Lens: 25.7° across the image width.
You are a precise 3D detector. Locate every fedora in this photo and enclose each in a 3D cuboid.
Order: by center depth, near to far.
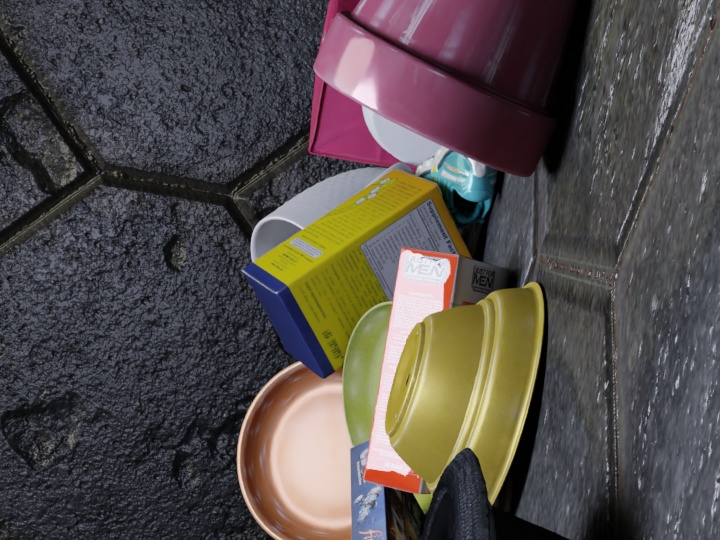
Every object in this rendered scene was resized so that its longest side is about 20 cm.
[{"bbox_3d":[0.079,0.191,0.844,0.201,0.091,0.202,-170,90,-88],"label":"fedora"}]

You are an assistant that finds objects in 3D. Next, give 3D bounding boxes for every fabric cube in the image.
[{"bbox_3d":[0.042,-0.267,2.101,0.200,0.198,0.197,-86,7,-59],"label":"fabric cube"}]

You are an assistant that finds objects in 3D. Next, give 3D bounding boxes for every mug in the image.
[{"bbox_3d":[-0.003,-0.048,1.745,0.175,0.148,0.200,-36,-11,-35],"label":"mug"}]

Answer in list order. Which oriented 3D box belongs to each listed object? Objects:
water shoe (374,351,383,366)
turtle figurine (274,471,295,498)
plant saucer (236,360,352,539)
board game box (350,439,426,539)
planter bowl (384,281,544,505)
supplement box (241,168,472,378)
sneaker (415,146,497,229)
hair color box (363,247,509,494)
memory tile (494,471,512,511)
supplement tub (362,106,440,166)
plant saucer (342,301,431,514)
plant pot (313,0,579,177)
[{"bbox_3d":[0.046,0.062,1.631,0.200,0.071,0.080,-134,59,-84],"label":"water shoe"},{"bbox_3d":[0.015,0.207,1.682,0.144,0.198,0.195,42,-126,-65],"label":"turtle figurine"},{"bbox_3d":[-0.030,0.188,1.604,0.037,0.199,0.202,28,-111,-65],"label":"plant saucer"},{"bbox_3d":[0.035,0.252,1.365,0.200,0.034,0.136,-92,-23,-65],"label":"board game box"},{"bbox_3d":[0.070,0.094,1.218,0.200,0.083,0.202,-163,90,-85],"label":"planter bowl"},{"bbox_3d":[0.000,0.000,1.602,0.109,0.199,0.109,62,166,-23],"label":"supplement box"},{"bbox_3d":[0.099,-0.081,1.620,0.200,0.077,0.080,111,160,-76],"label":"sneaker"},{"bbox_3d":[0.067,0.088,1.355,0.101,0.061,0.202,14,-94,-58],"label":"hair color box"},{"bbox_3d":[0.094,0.209,1.278,0.154,0.017,0.201,-85,5,-56],"label":"memory tile"},{"bbox_3d":[0.074,-0.204,1.780,0.200,0.144,0.146,-88,8,-69],"label":"supplement tub"},{"bbox_3d":[0.049,0.128,1.488,0.199,0.031,0.202,15,108,54],"label":"plant saucer"},{"bbox_3d":[0.086,-0.197,1.243,0.200,0.199,0.180,-91,26,-76],"label":"plant pot"}]
